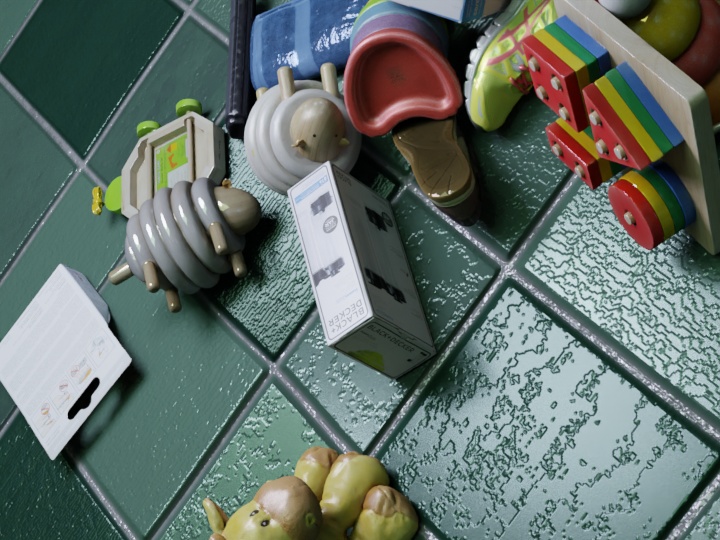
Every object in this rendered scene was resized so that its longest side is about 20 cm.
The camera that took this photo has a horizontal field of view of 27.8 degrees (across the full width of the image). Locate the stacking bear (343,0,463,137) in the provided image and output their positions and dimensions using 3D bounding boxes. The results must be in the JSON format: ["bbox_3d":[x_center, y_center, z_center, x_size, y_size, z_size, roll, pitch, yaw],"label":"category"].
[{"bbox_3d":[0.045,-0.251,1.553,0.120,0.114,0.201,-13,34,16],"label":"stacking bear"}]

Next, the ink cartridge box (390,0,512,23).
[{"bbox_3d":[0.116,-0.318,1.514,0.115,0.199,0.068,24,120,29],"label":"ink cartridge box"}]

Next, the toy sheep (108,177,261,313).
[{"bbox_3d":[-0.202,-0.033,1.658,0.199,0.138,0.139,-25,54,7],"label":"toy sheep"}]

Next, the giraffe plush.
[{"bbox_3d":[-0.066,0.255,1.387,0.172,0.162,0.202,5,73,40],"label":"giraffe plush"}]

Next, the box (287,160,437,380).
[{"bbox_3d":[0.000,0.000,1.486,0.060,0.116,0.201,-33,53,22],"label":"box"}]

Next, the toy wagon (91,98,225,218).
[{"bbox_3d":[-0.250,-0.116,1.796,0.199,0.039,0.156,-23,56,30],"label":"toy wagon"}]

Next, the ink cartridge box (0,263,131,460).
[{"bbox_3d":[-0.359,0.114,1.779,0.163,0.057,0.200,-51,56,8],"label":"ink cartridge box"}]

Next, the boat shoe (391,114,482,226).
[{"bbox_3d":[0.080,-0.114,1.506,0.073,0.065,0.201,-21,37,9],"label":"boat shoe"}]

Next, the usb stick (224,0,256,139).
[{"bbox_3d":[-0.146,-0.257,1.770,0.032,0.056,0.202,3,66,-6],"label":"usb stick"}]

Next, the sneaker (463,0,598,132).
[{"bbox_3d":[0.178,-0.225,1.475,0.090,0.078,0.201,32,95,34],"label":"sneaker"}]

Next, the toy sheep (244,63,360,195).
[{"bbox_3d":[-0.065,-0.145,1.585,0.200,0.137,0.139,154,135,-74],"label":"toy sheep"}]

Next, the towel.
[{"bbox_3d":[-0.047,-0.280,1.701,0.199,0.048,0.113,-16,61,33],"label":"towel"}]

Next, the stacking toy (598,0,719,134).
[{"bbox_3d":[0.270,-0.218,1.305,0.145,0.200,0.147,-14,61,28],"label":"stacking toy"}]

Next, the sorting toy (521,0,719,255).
[{"bbox_3d":[0.229,-0.121,1.289,0.069,0.201,0.199,-33,48,-7],"label":"sorting toy"}]
